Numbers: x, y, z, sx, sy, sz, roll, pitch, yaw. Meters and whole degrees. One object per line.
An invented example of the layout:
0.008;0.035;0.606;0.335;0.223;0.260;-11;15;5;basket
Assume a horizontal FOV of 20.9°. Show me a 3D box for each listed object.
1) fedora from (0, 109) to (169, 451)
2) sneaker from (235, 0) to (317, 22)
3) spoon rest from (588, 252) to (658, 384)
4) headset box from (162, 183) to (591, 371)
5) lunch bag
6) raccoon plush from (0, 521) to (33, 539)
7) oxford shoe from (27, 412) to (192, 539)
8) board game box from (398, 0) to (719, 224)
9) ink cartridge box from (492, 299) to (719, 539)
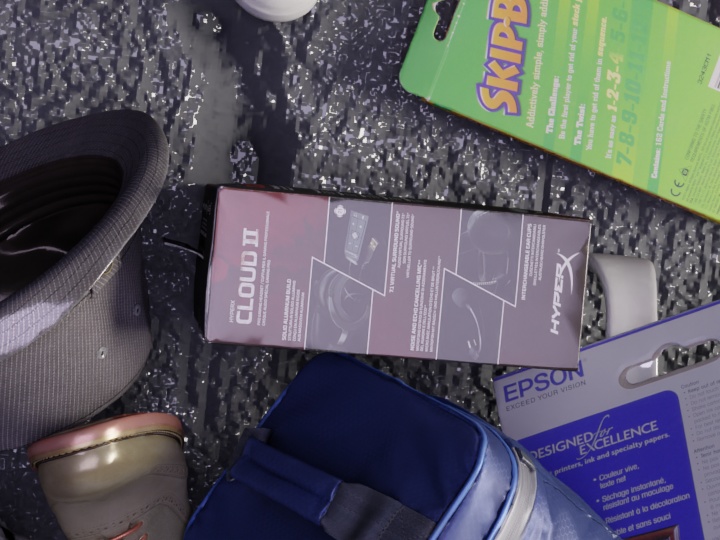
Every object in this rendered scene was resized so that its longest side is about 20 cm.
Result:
-0.158;0.017;0.947;0.175;0.201;0.091;-13;120;26;fedora
-0.055;-0.226;0.983;0.072;0.085;0.202;-11;96;-8;sneaker
0.130;0.093;1.036;0.098;0.061;0.203;4;92;-7;spoon rest
0.000;0.000;0.971;0.198;0.149;0.078;6;92;-6;headset box
0.010;0.124;0.912;0.132;0.199;0.136;43;77;-31;lunch bag
-0.246;0.168;0.952;0.199;0.134;0.097;-28;105;-6;raccoon plush
-0.109;0.118;0.933;0.070;0.200;0.075;-15;72;2;oxford shoe
0.124;-0.104;1.040;0.198;0.030;0.096;22;90;-10;board game box
0.168;0.111;0.942;0.196;0.202;0.043;-20;139;19;ink cartridge box
